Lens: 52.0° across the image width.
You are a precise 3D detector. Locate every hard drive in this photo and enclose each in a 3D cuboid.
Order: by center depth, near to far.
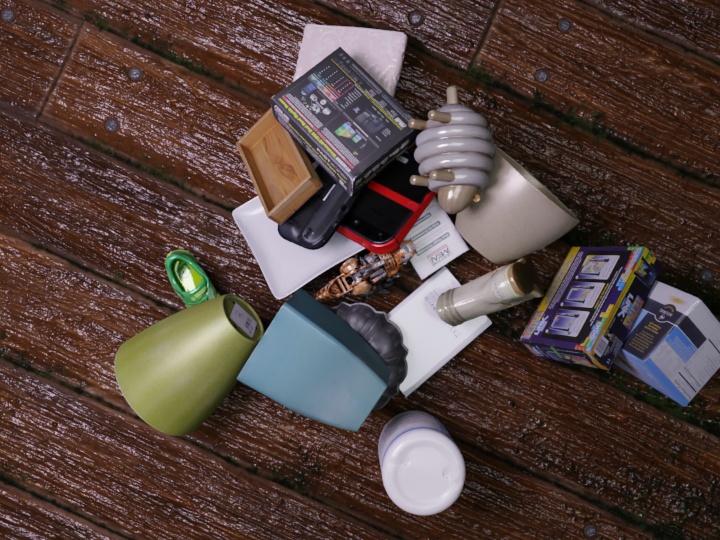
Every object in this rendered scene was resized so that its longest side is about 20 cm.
[{"bbox_3d":[0.114,0.107,1.300,0.200,0.027,0.132,-40,90,-1],"label":"hard drive"}]

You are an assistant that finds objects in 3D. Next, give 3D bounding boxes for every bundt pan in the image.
[{"bbox_3d":[-0.020,0.156,1.254,0.201,0.076,0.203,1,94,10],"label":"bundt pan"}]

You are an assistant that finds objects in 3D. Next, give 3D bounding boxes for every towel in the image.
[{"bbox_3d":[-0.027,-0.319,1.272,0.190,0.032,0.201,12,88,20],"label":"towel"}]

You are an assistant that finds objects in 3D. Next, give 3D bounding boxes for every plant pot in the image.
[{"bbox_3d":[-0.060,0.150,1.157,0.199,0.141,0.142,34,100,0],"label":"plant pot"},{"bbox_3d":[-0.256,0.132,1.188,0.200,0.187,0.187,-38,90,18],"label":"plant pot"}]

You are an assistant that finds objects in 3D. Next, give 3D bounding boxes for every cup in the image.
[{"bbox_3d":[0.243,-0.096,1.236,0.200,0.200,0.143,41,108,0],"label":"cup"}]

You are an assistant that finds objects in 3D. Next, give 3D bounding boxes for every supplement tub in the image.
[{"bbox_3d":[0.096,0.309,1.211,0.131,0.200,0.133,0,90,-1],"label":"supplement tub"}]

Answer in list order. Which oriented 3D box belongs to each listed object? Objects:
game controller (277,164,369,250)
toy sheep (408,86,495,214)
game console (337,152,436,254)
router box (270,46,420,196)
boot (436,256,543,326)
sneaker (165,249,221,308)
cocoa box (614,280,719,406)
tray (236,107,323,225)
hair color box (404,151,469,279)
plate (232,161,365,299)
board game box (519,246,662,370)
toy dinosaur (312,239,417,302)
[{"bbox_3d":[-0.054,-0.124,1.211,0.104,0.042,0.200,19,67,40],"label":"game controller"},{"bbox_3d":[0.143,-0.187,1.137,0.137,0.138,0.201,1,88,-1],"label":"toy sheep"},{"bbox_3d":[0.018,-0.132,1.229,0.199,0.031,0.177,30,73,27],"label":"game console"},{"bbox_3d":[-0.024,-0.240,1.185,0.150,0.062,0.200,-40,76,-15],"label":"router box"},{"bbox_3d":[0.221,0.039,1.247,0.154,0.200,0.072,-25,81,24],"label":"boot"},{"bbox_3d":[-0.273,0.051,1.267,0.074,0.084,0.200,-41,91,-1],"label":"sneaker"},{"bbox_3d":[0.471,0.101,1.203,0.133,0.200,0.131,42,90,-24],"label":"cocoa box"},{"bbox_3d":[-0.138,-0.178,1.226,0.099,0.037,0.200,-41,50,16],"label":"tray"},{"bbox_3d":[0.093,-0.094,1.283,0.100,0.061,0.201,-32,89,3],"label":"hair color box"},{"bbox_3d":[-0.095,-0.072,1.267,0.199,0.032,0.200,-31,63,-1],"label":"plate"},{"bbox_3d":[0.373,0.056,1.205,0.057,0.165,0.200,39,75,-22],"label":"board game box"},{"bbox_3d":[0.000,0.000,1.241,0.199,0.136,0.103,-8,93,7],"label":"toy dinosaur"}]
